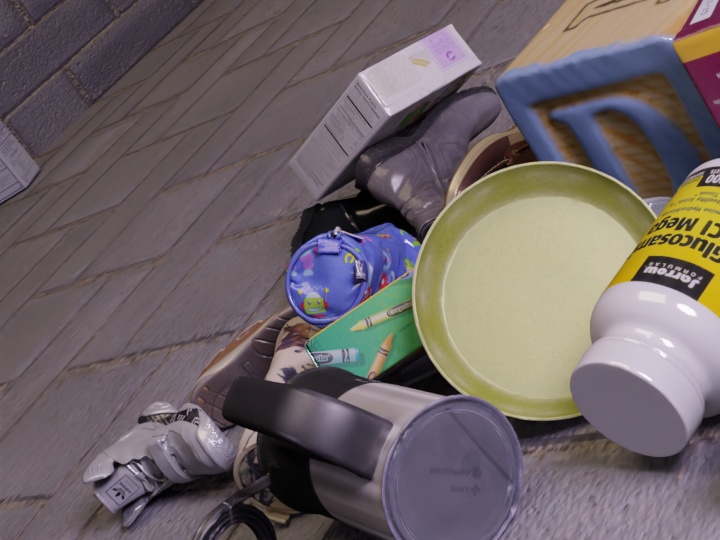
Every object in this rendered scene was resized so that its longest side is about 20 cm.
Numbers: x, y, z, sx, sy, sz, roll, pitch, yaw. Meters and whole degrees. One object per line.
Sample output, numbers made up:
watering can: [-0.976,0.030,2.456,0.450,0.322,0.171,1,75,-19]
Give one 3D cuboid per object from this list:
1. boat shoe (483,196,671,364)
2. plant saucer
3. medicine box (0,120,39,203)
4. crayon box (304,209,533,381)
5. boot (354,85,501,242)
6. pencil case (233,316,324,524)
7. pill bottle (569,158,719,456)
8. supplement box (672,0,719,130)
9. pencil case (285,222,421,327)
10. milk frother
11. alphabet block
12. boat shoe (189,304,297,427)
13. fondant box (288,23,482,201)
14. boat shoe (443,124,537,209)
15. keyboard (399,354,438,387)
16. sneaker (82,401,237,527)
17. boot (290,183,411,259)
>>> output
boat shoe: [0.176,0.007,1.038,0.199,0.074,0.067,-32,1,-4]
plant saucer: [0.139,0.017,0.984,0.200,0.200,0.031,-35,-21,1]
medicine box: [-0.882,-0.250,3.011,0.182,0.200,0.103,-27,23,20]
crayon box: [0.060,0.029,1.097,0.200,0.058,0.119,-34,-8,11]
boot: [0.105,-0.105,1.363,0.200,0.070,0.132,-36,57,-22]
pencil case: [-0.055,0.127,1.139,0.077,0.090,0.200,0,31,9]
pill bottle: [0.226,0.024,0.875,0.112,0.113,0.200,-7,35,51]
supplement box: [0.326,-0.130,0.925,0.103,0.200,0.131,-15,29,43]
pencil case: [0.000,0.000,1.202,0.078,0.087,0.200,13,8,19]
milk frother: [-0.015,0.175,0.933,0.188,0.180,0.201,4,87,59]
alphabet block: [0.268,-0.155,1.083,0.196,0.196,0.200,-4,39,51]
boat shoe: [-0.087,0.076,1.299,0.199,0.076,0.072,-32,19,6]
fondant box: [0.023,-0.167,1.402,0.144,0.058,0.200,-33,-5,-34]
boat shoe: [0.159,-0.096,1.280,0.072,0.072,0.200,26,42,31]
keyboard: [0.120,0.048,1.134,0.199,0.011,0.056,-28,28,22]
sneaker: [-0.189,0.187,1.223,0.115,0.075,0.200,-45,18,-20]
boot: [0.013,-0.048,1.420,0.162,0.074,0.199,-23,25,15]
